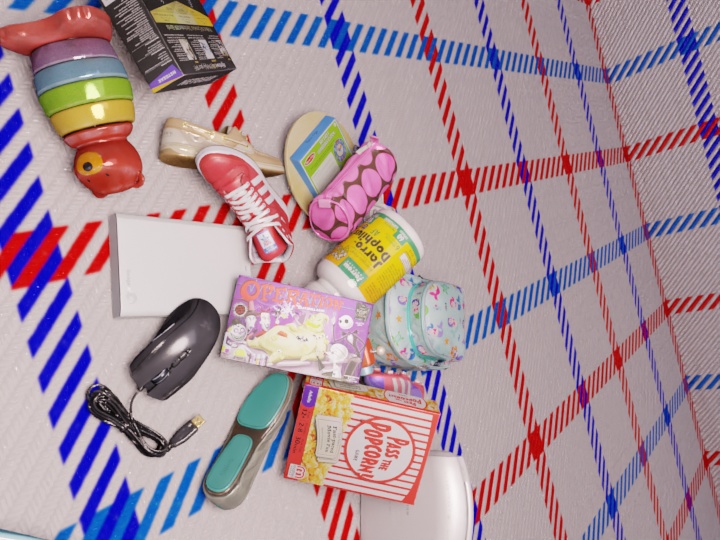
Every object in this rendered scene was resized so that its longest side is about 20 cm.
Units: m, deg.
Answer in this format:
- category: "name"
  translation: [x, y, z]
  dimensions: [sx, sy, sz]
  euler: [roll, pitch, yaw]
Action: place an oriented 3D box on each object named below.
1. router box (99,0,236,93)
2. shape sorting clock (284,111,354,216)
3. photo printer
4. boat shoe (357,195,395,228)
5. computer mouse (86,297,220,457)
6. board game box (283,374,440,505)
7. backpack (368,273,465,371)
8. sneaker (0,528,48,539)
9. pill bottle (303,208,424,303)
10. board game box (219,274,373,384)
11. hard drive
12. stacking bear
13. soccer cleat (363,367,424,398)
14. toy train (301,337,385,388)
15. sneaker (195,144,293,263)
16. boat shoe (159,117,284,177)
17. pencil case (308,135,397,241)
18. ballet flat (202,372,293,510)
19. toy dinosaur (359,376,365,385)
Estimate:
- category: "router box"
  translation: [-0.259, -0.331, 0.777]
  dimensions: [0.158, 0.052, 0.200]
  euler: [62, 17, -15]
- category: "shape sorting clock"
  translation: [-0.064, -0.180, 1.016]
  dimensions: [0.200, 0.039, 0.201]
  euler: [2, 87, -55]
- category: "photo printer"
  translation: [0.090, 0.373, 0.917]
  dimensions: [0.069, 0.199, 0.168]
  euler: [17, 69, -43]
- category: "boat shoe"
  translation: [0.040, -0.089, 1.058]
  dimensions: [0.075, 0.086, 0.203]
  euler: [37, 54, -56]
- category: "computer mouse"
  translation: [-0.228, 0.140, 0.732]
  dimensions: [0.200, 0.046, 0.141]
  euler: [-49, 118, -33]
- category: "board game box"
  translation: [0.001, 0.246, 0.840]
  dimensions: [0.199, 0.046, 0.152]
  euler: [12, 102, -3]
- category: "backpack"
  translation: [0.095, 0.094, 1.044]
  dimensions: [0.199, 0.150, 0.179]
  euler: [15, 70, -39]
- category: "sneaker"
  translation: [-0.342, 0.329, 0.555]
  dimensions: [0.200, 0.079, 0.131]
  euler: [38, 53, -34]
- category: "pill bottle"
  translation: [0.000, 0.000, 0.944]
  dimensions: [0.200, 0.113, 0.113]
  euler: [-42, 113, -13]
- category: "board game box"
  translation: [-0.089, 0.085, 0.818]
  dimensions: [0.199, 0.032, 0.121]
  euler: [12, 77, -8]
- category: "hard drive"
  translation: [-0.240, -0.003, 0.790]
  dimensions: [0.199, 0.026, 0.133]
  euler: [3, 78, -47]
- category: "stacking bear"
  translation: [-0.325, -0.190, 0.691]
  dimensions: [0.114, 0.121, 0.201]
  euler: [-78, 154, -77]
- category: "soccer cleat"
  translation: [0.062, 0.219, 1.001]
  dimensions: [0.200, 0.066, 0.077]
  euler: [36, 61, -59]
- category: "toy train"
  translation: [-0.026, 0.196, 0.875]
  dimensions: [0.056, 0.149, 0.201]
  euler: [-14, 95, -62]
- category: "sneaker"
  translation: [-0.157, -0.085, 0.818]
  dimensions: [0.200, 0.071, 0.113]
  euler: [45, 24, -51]
- category: "boat shoe"
  translation: [-0.197, -0.181, 0.848]
  dimensions: [0.199, 0.073, 0.070]
  euler: [4, 83, -46]
- category: "pencil case"
  translation: [-0.013, -0.142, 0.980]
  dimensions: [0.094, 0.090, 0.200]
  euler: [89, 25, -47]
- category: "ballet flat"
  translation: [-0.152, 0.238, 0.807]
  dimensions: [0.200, 0.067, 0.064]
  euler: [-61, 150, -36]
- category: "toy dinosaur"
  translation: [-0.008, 0.192, 0.976]
  dimensions: [0.088, 0.047, 0.201]
  euler: [-32, 107, -53]
